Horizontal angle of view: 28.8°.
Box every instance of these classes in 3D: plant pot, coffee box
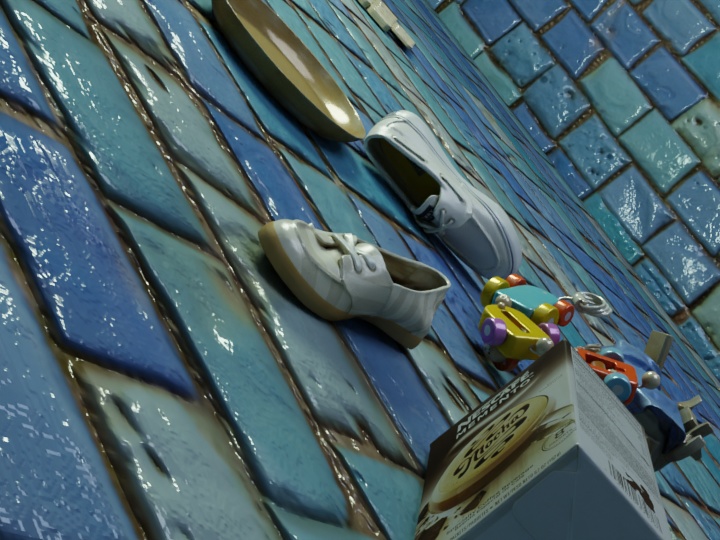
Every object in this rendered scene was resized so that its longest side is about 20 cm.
[{"bbox_3d":[-0.071,-0.189,1.284,0.200,0.027,0.200,46,14,-15],"label":"plant pot"},{"bbox_3d":[0.097,0.123,0.766,0.080,0.113,0.200,48,12,-5],"label":"coffee box"}]

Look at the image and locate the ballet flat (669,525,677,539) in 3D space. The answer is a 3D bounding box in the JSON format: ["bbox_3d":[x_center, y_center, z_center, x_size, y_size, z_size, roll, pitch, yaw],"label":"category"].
[{"bbox_3d":[0.186,0.214,0.934,0.071,0.069,0.200,21,25,-24],"label":"ballet flat"}]

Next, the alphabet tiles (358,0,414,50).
[{"bbox_3d":[0.021,-0.445,2.342,0.196,0.015,0.200,48,13,-8],"label":"alphabet tiles"}]

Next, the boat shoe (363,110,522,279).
[{"bbox_3d":[0.076,-0.064,1.361,0.200,0.071,0.070,53,40,-3],"label":"boat shoe"}]

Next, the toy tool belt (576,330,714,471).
[{"bbox_3d":[0.241,0.128,1.207,0.125,0.123,0.200,44,14,-20],"label":"toy tool belt"}]

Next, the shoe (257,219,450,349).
[{"bbox_3d":[0.000,0.000,0.922,0.070,0.053,0.200,56,14,29],"label":"shoe"}]

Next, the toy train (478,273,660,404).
[{"bbox_3d":[0.169,0.068,1.207,0.149,0.056,0.200,16,18,-4],"label":"toy train"}]
